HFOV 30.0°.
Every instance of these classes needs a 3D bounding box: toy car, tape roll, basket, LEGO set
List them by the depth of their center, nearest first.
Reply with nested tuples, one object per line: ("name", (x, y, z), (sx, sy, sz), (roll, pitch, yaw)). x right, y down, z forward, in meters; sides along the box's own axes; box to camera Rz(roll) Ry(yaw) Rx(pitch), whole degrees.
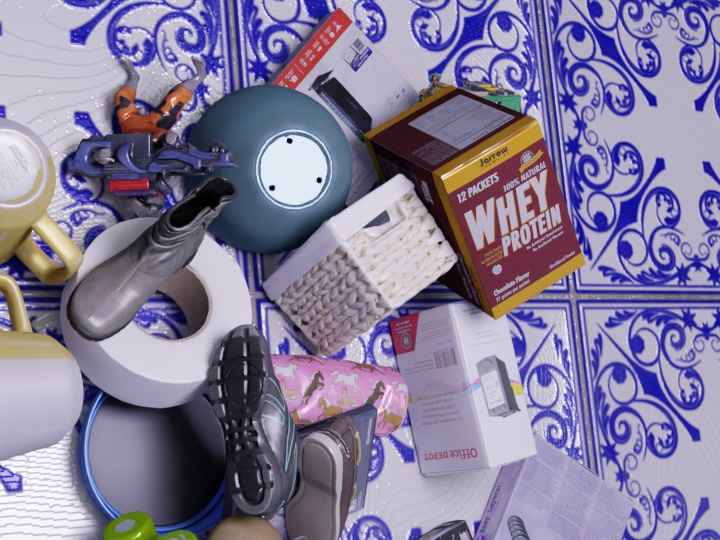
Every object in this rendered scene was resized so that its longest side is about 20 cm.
("toy car", (-0.142, 0.305, 1.421), (0.200, 0.158, 0.165), (-33, 117, -35))
("tape roll", (-0.221, 0.045, 1.463), (0.202, 0.071, 0.203), (14, 55, -22))
("basket", (0.000, 0.000, 1.553), (0.135, 0.200, 0.124), (-35, 87, -34))
("LEGO set", (0.120, -0.165, 1.728), (0.153, 0.116, 0.201), (-14, 113, -22))

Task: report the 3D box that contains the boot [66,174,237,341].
("boot", (-0.215, -0.021, 1.376), (0.068, 0.131, 0.200), (43, 50, 0))

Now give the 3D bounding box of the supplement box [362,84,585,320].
("supplement box", (0.132, -0.084, 1.575), (0.133, 0.200, 0.198), (-31, 119, -14))

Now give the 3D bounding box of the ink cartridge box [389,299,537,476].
("ink cartridge box", (0.123, 0.141, 1.641), (0.085, 0.147, 0.201), (-11, 87, -33))

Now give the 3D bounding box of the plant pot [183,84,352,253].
("plant pot", (-0.093, -0.116, 1.536), (0.199, 0.135, 0.201), (-1, 94, -17))

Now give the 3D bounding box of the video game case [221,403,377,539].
("video game case", (-0.069, 0.239, 1.522), (0.200, 0.019, 0.143), (-15, 124, -37))

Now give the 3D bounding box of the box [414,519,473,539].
("box", (0.095, 0.423, 1.610), (0.158, 0.048, 0.201), (-21, 90, -40))

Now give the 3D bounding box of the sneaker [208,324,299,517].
("sneaker", (-0.109, 0.157, 1.414), (0.079, 0.075, 0.201), (12, 70, -61))

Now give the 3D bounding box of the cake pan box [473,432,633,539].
("cake pan box", (0.252, 0.337, 1.736), (0.200, 0.052, 0.185), (34, 65, -21))

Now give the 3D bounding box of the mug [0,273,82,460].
("mug", (-0.362, 0.107, 1.337), (0.153, 0.149, 0.187), (-2, 106, -40))

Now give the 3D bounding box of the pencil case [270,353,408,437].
("pencil case", (-0.038, 0.148, 1.579), (0.199, 0.083, 0.087), (7, 114, -31))

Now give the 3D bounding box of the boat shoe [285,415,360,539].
("boat shoe", (-0.038, 0.244, 1.488), (0.072, 0.200, 0.060), (27, 43, 23))

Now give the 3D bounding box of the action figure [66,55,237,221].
("action figure", (-0.215, -0.142, 1.509), (0.105, 0.199, 0.194), (43, 56, -70))

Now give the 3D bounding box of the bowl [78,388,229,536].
("bowl", (-0.216, 0.197, 1.481), (0.200, 0.039, 0.201), (7, 76, -30))

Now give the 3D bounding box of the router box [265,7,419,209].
("router box", (-0.030, -0.198, 1.681), (0.179, 0.049, 0.200), (45, 60, -16))

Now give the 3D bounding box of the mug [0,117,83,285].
("mug", (-0.369, -0.082, 1.381), (0.186, 0.153, 0.150), (17, 70, -28))
